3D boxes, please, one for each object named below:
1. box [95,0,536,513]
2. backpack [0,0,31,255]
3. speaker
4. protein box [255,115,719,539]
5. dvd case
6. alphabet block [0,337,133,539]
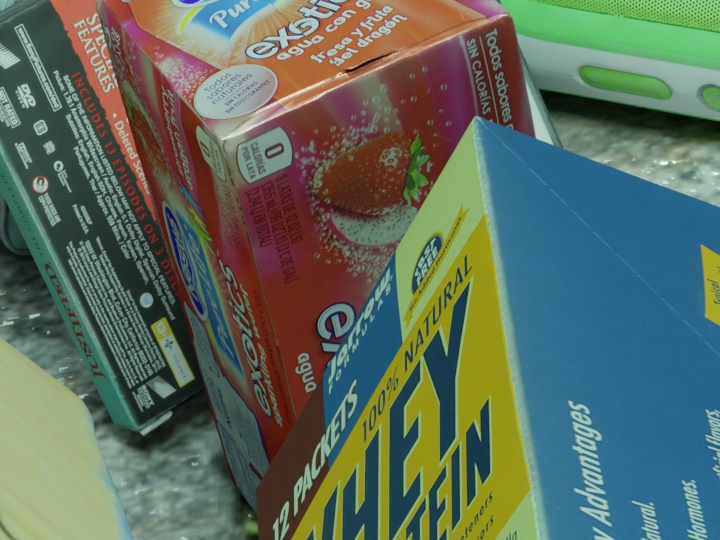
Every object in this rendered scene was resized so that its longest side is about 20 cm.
[{"bbox_3d":[0.000,0.000,0.912,0.095,0.201,0.100,-25,38,-15],"label":"box"},{"bbox_3d":[-0.103,-0.116,1.123,0.200,0.178,0.150,-31,56,-33],"label":"backpack"},{"bbox_3d":[0.125,-0.099,1.107,0.199,0.089,0.088,12,43,30],"label":"speaker"},{"bbox_3d":[0.094,0.096,0.737,0.199,0.135,0.199,19,32,-17],"label":"protein box"},{"bbox_3d":[-0.033,-0.057,1.040,0.200,0.146,0.022,-33,17,-25],"label":"dvd case"},{"bbox_3d":[-0.186,0.094,0.788,0.195,0.200,0.197,-42,35,9],"label":"alphabet block"}]
